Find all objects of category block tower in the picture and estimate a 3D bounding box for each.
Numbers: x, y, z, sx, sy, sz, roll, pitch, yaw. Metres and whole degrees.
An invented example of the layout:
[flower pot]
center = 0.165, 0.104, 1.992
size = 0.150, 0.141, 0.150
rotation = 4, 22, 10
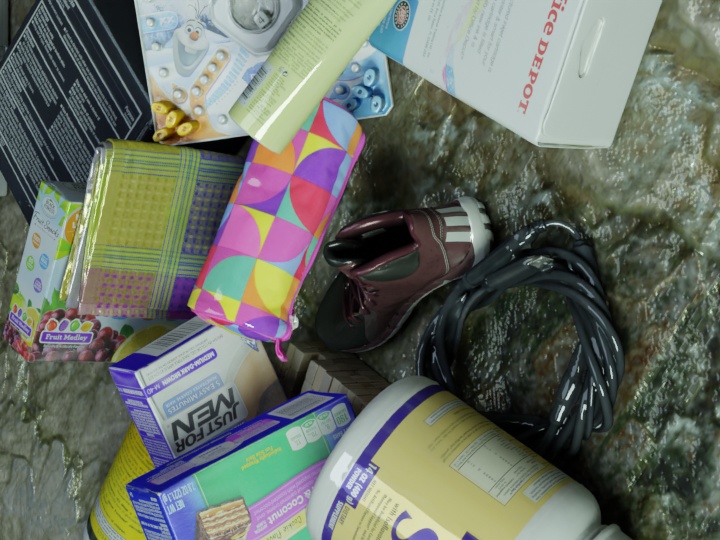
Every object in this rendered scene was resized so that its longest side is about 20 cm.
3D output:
[block tower]
center = 0.007, 0.120, 1.670
size = 0.200, 0.058, 0.054
rotation = 35, 115, 41

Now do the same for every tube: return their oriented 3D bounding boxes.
[tube]
center = -0.019, -0.178, 1.569
size = 0.058, 0.052, 0.201
rotation = 36, 98, 0

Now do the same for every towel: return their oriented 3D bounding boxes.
[towel]
center = -0.142, -0.031, 1.732
size = 0.023, 0.199, 0.145
rotation = 29, 110, 52

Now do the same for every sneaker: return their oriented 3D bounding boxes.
[sneaker]
center = 0.000, 0.000, 1.634
size = 0.200, 0.115, 0.076
rotation = -40, 62, 40

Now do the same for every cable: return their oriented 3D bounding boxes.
[cable]
center = 0.116, 0.068, 1.563
size = 0.200, 0.051, 0.164
rotation = -40, 66, 37

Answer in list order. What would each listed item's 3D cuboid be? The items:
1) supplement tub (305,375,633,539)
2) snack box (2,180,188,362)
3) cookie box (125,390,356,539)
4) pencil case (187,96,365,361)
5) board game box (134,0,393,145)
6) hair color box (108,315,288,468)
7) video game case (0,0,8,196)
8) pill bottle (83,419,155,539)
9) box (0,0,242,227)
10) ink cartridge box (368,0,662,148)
[supplement tub]
center = 0.077, 0.183, 1.493
size = 0.199, 0.145, 0.146
rotation = 34, 116, 19
[snack box]
center = -0.186, 0.003, 1.778
size = 0.053, 0.199, 0.143
rotation = 33, 113, 45
[cookie box]
center = -0.057, 0.217, 1.604
size = 0.075, 0.170, 0.201
rotation = 2, 116, 65
[pencil case]
center = -0.061, -0.037, 1.630
size = 0.088, 0.088, 0.201
rotation = 11, 78, 47
[board game box]
center = -0.085, -0.209, 1.693
size = 0.198, 0.026, 0.202
rotation = -7, 97, 14
[hair color box]
center = -0.104, 0.140, 1.689
size = 0.065, 0.109, 0.201
rotation = 5, 122, 61
[video game case]
center = -0.399, -0.173, 2.153
size = 0.142, 0.017, 0.202
rotation = -1, 89, 48
[pill bottle]
center = -0.150, 0.168, 1.801
size = 0.113, 0.112, 0.201
rotation = 47, 123, 37
[box]
center = -0.218, -0.137, 1.872
size = 0.199, 0.123, 0.201
rotation = -53, 56, 34
[ink cartridge box]
center = 0.113, -0.191, 1.536
size = 0.200, 0.084, 0.145
rotation = 37, 116, 44
